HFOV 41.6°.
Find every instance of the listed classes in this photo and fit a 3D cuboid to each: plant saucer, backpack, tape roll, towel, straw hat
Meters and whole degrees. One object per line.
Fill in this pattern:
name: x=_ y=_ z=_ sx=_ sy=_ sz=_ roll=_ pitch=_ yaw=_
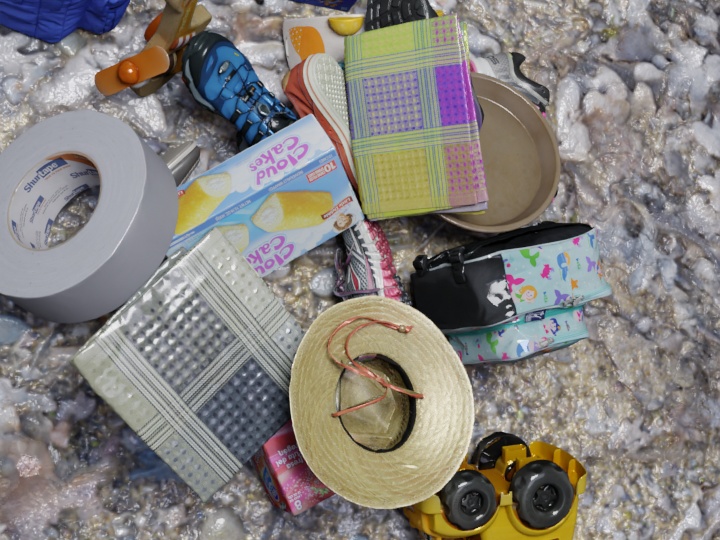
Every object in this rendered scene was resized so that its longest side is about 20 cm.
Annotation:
plant saucer: x=0.128 y=-0.130 z=1.061 sx=0.197 sy=0.030 sz=0.203 roll=6 pitch=66 yaw=-14
backpack: x=0.180 y=0.022 z=1.068 sx=0.198 sy=0.177 sz=0.152 roll=-21 pitch=93 yaw=-30
tape roll: x=-0.279 y=-0.054 z=0.922 sx=0.198 sy=0.066 sz=0.203 roll=-8 pitch=65 yaw=17
towel: x=-0.148 y=0.088 z=0.916 sx=0.192 sy=0.034 sz=0.201 roll=-44 pitch=108 yaw=-18
towel: x=0.055 y=-0.151 z=0.981 sx=0.023 sy=0.142 sz=0.203 roll=-27 pitch=110 yaw=-63
backpack: x=-0.297 y=-0.334 z=0.938 sx=0.166 sy=0.200 sz=0.165 roll=11 pitch=79 yaw=-16
straw hat: x=0.011 y=0.133 z=0.940 sx=0.198 sy=0.085 sz=0.204 roll=5 pitch=74 yaw=-17

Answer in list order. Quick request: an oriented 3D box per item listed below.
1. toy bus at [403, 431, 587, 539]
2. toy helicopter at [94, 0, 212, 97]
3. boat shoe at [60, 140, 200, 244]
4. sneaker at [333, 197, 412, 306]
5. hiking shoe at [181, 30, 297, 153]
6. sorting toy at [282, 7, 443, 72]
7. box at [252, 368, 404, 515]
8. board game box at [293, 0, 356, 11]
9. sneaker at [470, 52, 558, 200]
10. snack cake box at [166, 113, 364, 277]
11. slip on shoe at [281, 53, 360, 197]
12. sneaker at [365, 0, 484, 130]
toy bus: x=0.140 y=0.292 z=1.057 sx=0.197 sy=0.136 sz=0.195 roll=-2 pitch=100 yaw=-16
toy helicopter: x=-0.198 y=-0.237 z=0.958 sx=0.079 sy=0.200 sz=0.132 roll=47 pitch=62 yaw=0
boat shoe: x=-0.238 y=-0.056 z=1.001 sx=0.200 sy=0.067 sz=0.057 roll=-44 pitch=117 yaw=-13
sneaker: x=0.000 y=0.000 z=1.065 sx=0.074 sy=0.081 sz=0.202 roll=-22 pitch=82 yaw=11
hiking shoe: x=-0.108 y=-0.173 z=0.991 sx=0.075 sy=0.086 sz=0.200 roll=-59 pitch=144 yaw=-16
sorting toy: x=0.025 y=-0.205 z=1.098 sx=0.198 sy=0.107 sz=0.182 roll=-10 pitch=106 yaw=-19
box: x=-0.016 y=0.173 z=1.023 sx=0.198 sy=0.100 sz=0.096 roll=-24 pitch=90 yaw=-20
board game box: x=-0.097 y=-0.388 z=1.092 sx=0.197 sy=0.045 sz=0.136 roll=7 pitch=81 yaw=-17
sneaker: x=0.201 y=-0.179 z=1.150 sx=0.087 sy=0.074 sz=0.202 roll=-26 pitch=87 yaw=-13
snack cake box: x=-0.107 y=-0.059 z=0.983 sx=0.199 sy=0.115 sz=0.067 roll=-30 pitch=49 yaw=-3
slip on shoe: x=-0.020 y=-0.148 z=1.044 sx=0.201 sy=0.061 sz=0.074 roll=56 pitch=45 yaw=-33
sneaker: x=0.072 y=-0.230 z=1.023 sx=0.087 sy=0.075 sz=0.202 roll=-23 pitch=93 yaw=-56
